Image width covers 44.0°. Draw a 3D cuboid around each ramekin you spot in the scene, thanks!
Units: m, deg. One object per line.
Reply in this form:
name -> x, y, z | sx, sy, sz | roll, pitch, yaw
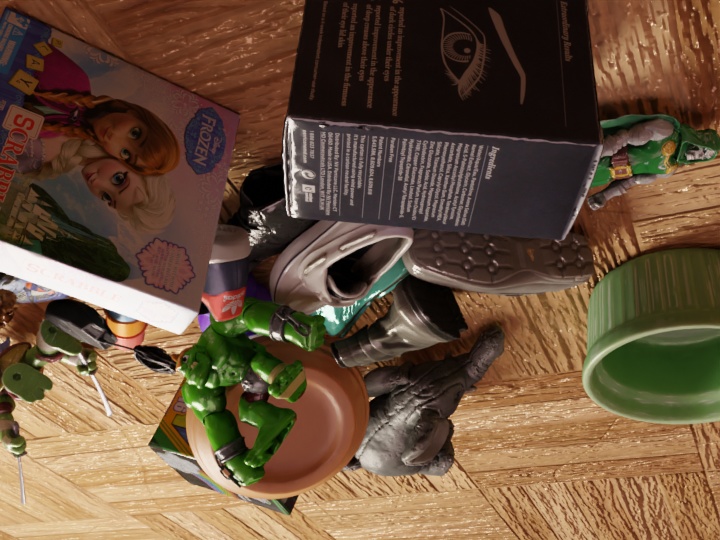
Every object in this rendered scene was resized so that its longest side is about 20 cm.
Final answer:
ramekin -> 0.319, 0.065, 0.881 | 0.200, 0.098, 0.200 | 4, 145, 3

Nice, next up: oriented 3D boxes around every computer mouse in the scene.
computer mouse -> -0.254, 0.064, 0.920 | 0.200, 0.034, 0.059 | 17, 155, 31

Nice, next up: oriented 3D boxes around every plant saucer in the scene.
plant saucer -> -0.084, 0.164, 0.953 | 0.200, 0.037, 0.201 | -5, 112, -12

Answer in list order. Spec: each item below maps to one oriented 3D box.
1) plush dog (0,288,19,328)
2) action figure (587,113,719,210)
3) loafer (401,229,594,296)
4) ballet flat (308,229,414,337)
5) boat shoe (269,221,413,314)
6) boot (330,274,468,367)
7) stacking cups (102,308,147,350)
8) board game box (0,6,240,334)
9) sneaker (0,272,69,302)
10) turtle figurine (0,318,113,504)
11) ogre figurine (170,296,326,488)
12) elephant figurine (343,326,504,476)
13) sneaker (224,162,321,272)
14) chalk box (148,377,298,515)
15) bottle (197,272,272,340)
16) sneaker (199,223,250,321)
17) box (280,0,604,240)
plush dog -> -0.388, -0.016, 0.800 | 0.200, 0.172, 0.161 | 16, 144, -17
action figure -> 0.186, -0.087, 0.722 | 0.200, 0.055, 0.118 | -10, 147, 21
loafer -> 0.121, -0.005, 0.809 | 0.200, 0.070, 0.070 | 6, 158, -27
ballet flat -> 0.000, 0.000, 0.868 | 0.070, 0.067, 0.200 | 34, 137, -10
boat shoe -> -0.017, -0.001, 0.786 | 0.072, 0.066, 0.200 | 15, 141, -35
boot -> 0.029, 0.062, 0.863 | 0.130, 0.068, 0.200 | -26, 168, 10
stacking cups -> -0.248, 0.030, 0.945 | 0.060, 0.061, 0.200 | 10, 145, -6
board game box -> -0.200, -0.076, 0.665 | 0.199, 0.200, 0.041 | 22, 142, -24
sneaker -> -0.309, -0.009, 0.892 | 0.078, 0.075, 0.200 | 19, 161, -37
turtle figurine -> -0.360, 0.143, 1.044 | 0.144, 0.200, 0.194 | -21, 171, -31
ogre figurine -> -0.112, 0.103, 0.853 | 0.120, 0.098, 0.200 | 35, 138, 23
elephant figurine -> 0.063, 0.151, 1.020 | 0.141, 0.155, 0.200 | 19, 147, 2
sneaker -> -0.088, -0.053, 0.806 | 0.199, 0.060, 0.104 | -14, 144, 17
chalk box -> -0.127, 0.207, 1.084 | 0.200, 0.124, 0.125 | 9, 148, 26
bottle -> -0.130, 0.049, 0.951 | 0.083, 0.065, 0.200 | -8, 143, 8
sneaker -> -0.168, -0.004, 0.796 | 0.075, 0.085, 0.200 | -13, -160, -35
box -> 0.054, -0.114, 0.617 | 0.200, 0.148, 0.104 | 6, 146, 0
